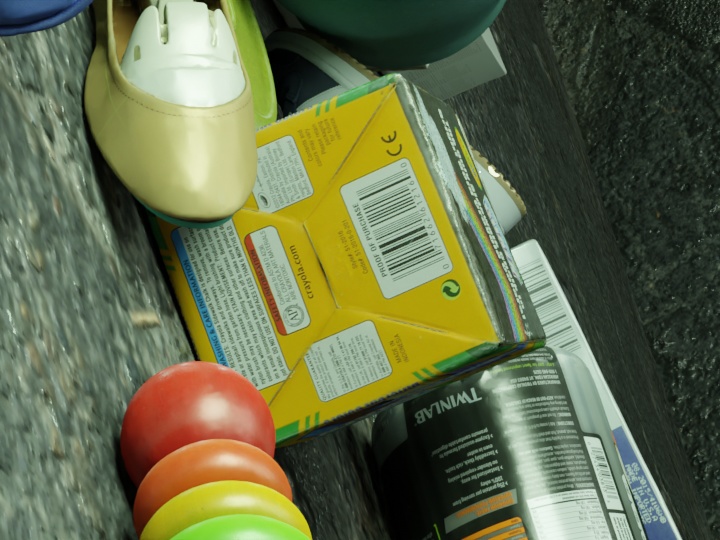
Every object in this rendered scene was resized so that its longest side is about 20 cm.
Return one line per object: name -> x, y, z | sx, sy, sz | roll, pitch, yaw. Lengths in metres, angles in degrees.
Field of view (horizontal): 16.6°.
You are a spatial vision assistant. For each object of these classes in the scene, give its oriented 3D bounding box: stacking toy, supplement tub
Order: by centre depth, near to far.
stacking toy -> -0.044, 0.105, 0.802 | 0.086, 0.085, 0.200 | 61, 5, -38
supplement tub -> 0.086, 0.150, 1.242 | 0.123, 0.122, 0.201 | 48, 23, -64

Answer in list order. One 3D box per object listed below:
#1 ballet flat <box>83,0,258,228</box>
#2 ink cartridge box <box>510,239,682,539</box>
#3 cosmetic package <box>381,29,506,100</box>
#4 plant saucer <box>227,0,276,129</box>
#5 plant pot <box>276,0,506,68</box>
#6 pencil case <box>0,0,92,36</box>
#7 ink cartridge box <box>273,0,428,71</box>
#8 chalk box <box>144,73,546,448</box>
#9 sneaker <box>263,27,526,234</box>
ballet flat -> -0.081, -0.096, 1.008 | 0.200, 0.068, 0.063 | -110, -154, -51
ink cartridge box -> 0.107, 0.093, 1.456 | 0.200, 0.040, 0.200 | 64, -14, 4
cosmetic package -> 0.042, -0.185, 1.831 | 0.200, 0.082, 0.051 | 46, 22, -67
plant saucer -> -0.084, -0.136, 1.192 | 0.200, 0.031, 0.201 | -22, 90, -80
plant pot -> 0.013, -0.206, 1.314 | 0.188, 0.199, 0.201 | 80, -7, -68
pencil case -> -0.125, -0.167, 0.886 | 0.200, 0.078, 0.087 | -99, -167, -53
ink cartridge box -> 0.013, -0.242, 1.534 | 0.146, 0.084, 0.201 | 57, 45, -44
chalk box -> 0.000, 0.000, 1.095 | 0.200, 0.124, 0.125 | 13, 55, -79
sneaker -> -0.015, -0.048, 1.310 | 0.200, 0.109, 0.070 | 38, -9, 38
